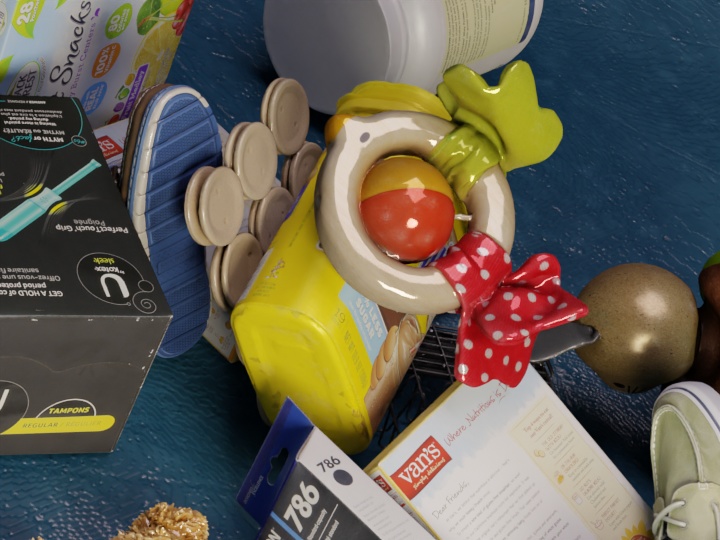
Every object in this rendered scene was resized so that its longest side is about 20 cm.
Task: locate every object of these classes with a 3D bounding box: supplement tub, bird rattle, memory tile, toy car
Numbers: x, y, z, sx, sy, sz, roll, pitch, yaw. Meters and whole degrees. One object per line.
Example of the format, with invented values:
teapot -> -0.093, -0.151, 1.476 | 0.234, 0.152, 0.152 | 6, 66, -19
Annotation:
supplement tub -> 0.033, -0.203, 2.098 | 0.145, 0.145, 0.200 | 41, 38, 19
bird rattle -> 0.048, -0.027, 1.688 | 0.162, 0.113, 0.202 | 4, 79, -16
memory tile -> -0.052, -0.010, 1.776 | 0.017, 0.201, 0.154 | 3, 39, 28
toy car -> 0.194, 0.059, 1.868 | 0.198, 0.159, 0.164 | 9, 17, -7

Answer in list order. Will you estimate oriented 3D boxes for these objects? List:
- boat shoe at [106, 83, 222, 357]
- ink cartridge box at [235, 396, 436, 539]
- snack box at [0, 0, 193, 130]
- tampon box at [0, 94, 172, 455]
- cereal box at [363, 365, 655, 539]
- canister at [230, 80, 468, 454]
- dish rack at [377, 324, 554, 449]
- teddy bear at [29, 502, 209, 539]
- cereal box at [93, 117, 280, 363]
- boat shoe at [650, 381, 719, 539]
boat shoe -> -0.139, -0.038, 1.750 | 0.072, 0.201, 0.072 | -26, 45, -38
ink cartridge box -> -0.004, 0.178, 1.645 | 0.200, 0.100, 0.039 | 43, 40, 22
snack box -> -0.206, -0.157, 1.871 | 0.068, 0.169, 0.199 | 39, 38, 23
tampon box -> -0.230, 0.002, 1.696 | 0.149, 0.127, 0.201 | 1, 44, -30
cereal box -> 0.107, 0.162, 1.703 | 0.200, 0.040, 0.144 | 50, 53, 0
canister -> 0.000, 0.000, 1.765 | 0.086, 0.149, 0.201 | 8, 50, 26
dish rack -> 0.073, 0.115, 1.814 | 0.152, 0.055, 0.201 | 12, 37, -22
teddy bear -> -0.126, 0.193, 1.578 | 0.199, 0.067, 0.145 | -17, 51, -44
cereal box -> -0.105, -0.032, 1.890 | 0.200, 0.040, 0.144 | 43, 39, 21
boat shoe -> 0.212, 0.165, 1.687 | 0.062, 0.072, 0.201 | 1, 68, -37
